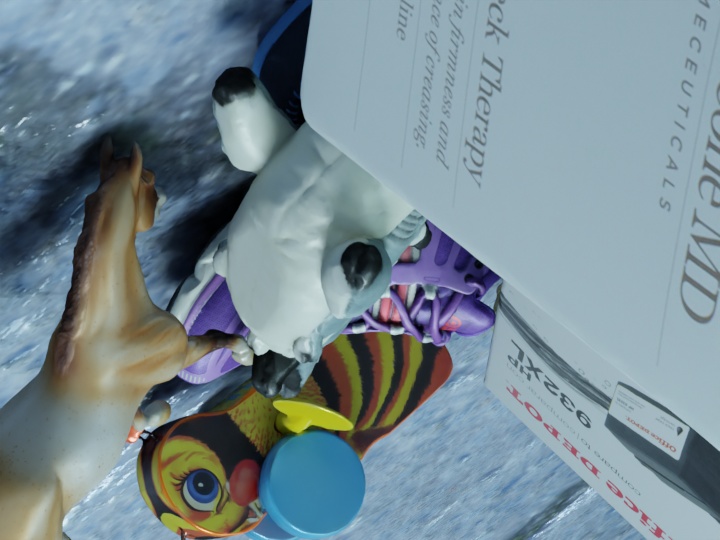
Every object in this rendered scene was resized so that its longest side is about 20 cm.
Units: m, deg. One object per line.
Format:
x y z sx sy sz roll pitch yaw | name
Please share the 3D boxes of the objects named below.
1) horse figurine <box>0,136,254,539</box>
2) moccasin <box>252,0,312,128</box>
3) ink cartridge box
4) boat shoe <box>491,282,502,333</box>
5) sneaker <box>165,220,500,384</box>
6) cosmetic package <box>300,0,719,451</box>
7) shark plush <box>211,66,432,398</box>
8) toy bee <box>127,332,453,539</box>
-0.106 0.065 0.952 0.201 0.050 0.133 -56 156 -8 | horse figurine
0.059 -0.099 0.927 0.199 0.068 0.081 -29 161 -6 | moccasin
0.130 0.027 1.005 0.084 0.145 0.200 -41 162 -19 | ink cartridge box
0.146 -0.014 1.309 0.200 0.063 0.073 -18 169 -22 | boat shoe
0.010 -0.001 1.061 0.199 0.084 0.081 -24 159 -24 | sneaker
0.110 -0.088 0.768 0.166 0.200 0.168 -20 133 -33 | cosmetic package
0.000 0.000 0.938 0.083 0.091 0.201 -26 147 -27 | shark plush
-0.050 0.080 1.150 0.131 0.109 0.200 -35 -163 47 | toy bee
